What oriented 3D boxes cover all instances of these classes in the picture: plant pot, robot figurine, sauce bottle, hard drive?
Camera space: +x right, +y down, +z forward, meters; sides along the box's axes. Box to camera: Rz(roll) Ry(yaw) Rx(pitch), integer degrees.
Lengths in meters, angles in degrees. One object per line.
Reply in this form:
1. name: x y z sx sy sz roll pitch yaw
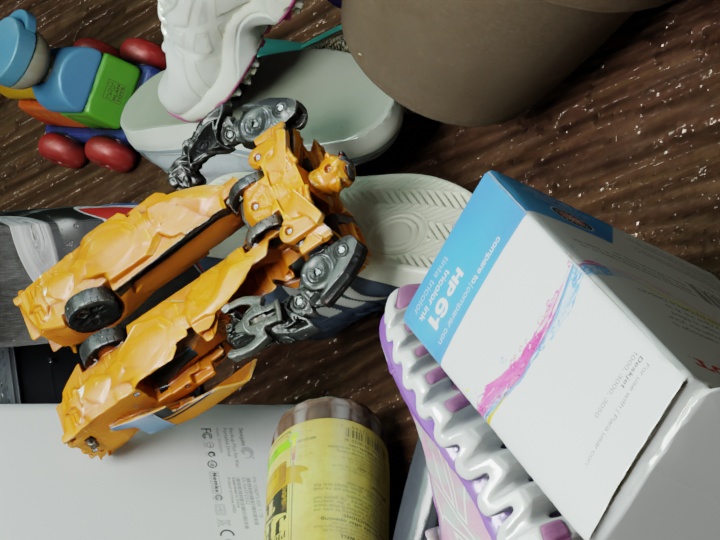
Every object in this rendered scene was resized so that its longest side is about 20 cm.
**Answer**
1. plant pot: 0.073 -0.169 1.433 0.175 0.199 0.201 118 154 -45
2. robot figurine: -0.080 0.002 1.471 0.199 0.058 0.146 -34 57 16
3. sauce bottle: -0.017 0.149 1.416 0.065 0.065 0.201 -46 25 30
4. hard drive: -0.114 0.123 1.490 0.132 0.199 0.026 -103 19 -45

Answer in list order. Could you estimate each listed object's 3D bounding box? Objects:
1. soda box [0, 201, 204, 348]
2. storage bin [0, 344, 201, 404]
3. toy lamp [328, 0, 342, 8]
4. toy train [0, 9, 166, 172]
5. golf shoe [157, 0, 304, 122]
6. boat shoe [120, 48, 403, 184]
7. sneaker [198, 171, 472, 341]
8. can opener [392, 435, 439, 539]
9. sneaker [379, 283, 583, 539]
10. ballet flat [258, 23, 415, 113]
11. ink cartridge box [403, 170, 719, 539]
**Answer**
1. soda box: -0.134 -0.001 1.586 0.063 0.199 0.071 13 105 58
2. storage bin: -0.157 0.127 1.603 0.094 0.135 0.201 -48 36 29
3. toy lamp: -0.007 -0.185 1.612 0.058 0.058 0.200 -59 15 12
4. toy train: -0.218 -0.125 1.883 0.200 0.115 0.085 8 76 58
5. golf shoe: -0.078 -0.150 1.510 0.200 0.091 0.076 -51 16 53
6. boat shoe: -0.044 -0.074 1.593 0.200 0.072 0.070 3 53 43
7. sneaker: 0.000 0.000 1.525 0.199 0.085 0.075 10 44 37
8. can opener: 0.055 0.075 1.386 0.079 0.063 0.201 23 89 61
9. sneaker: 0.058 0.098 1.320 0.201 0.080 0.089 60 140 26
10. ballet flat: -0.027 -0.103 1.638 0.200 0.068 0.076 -1 94 55
11. ink cartridge box: 0.125 0.055 1.213 0.085 0.144 0.200 -59 32 11
